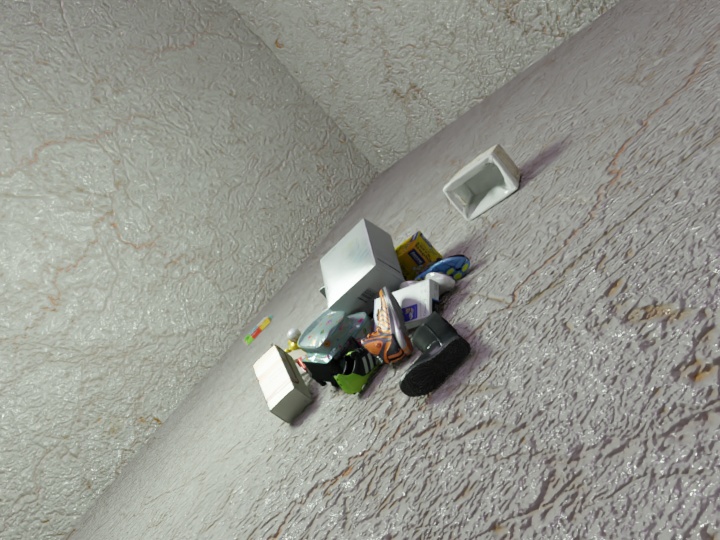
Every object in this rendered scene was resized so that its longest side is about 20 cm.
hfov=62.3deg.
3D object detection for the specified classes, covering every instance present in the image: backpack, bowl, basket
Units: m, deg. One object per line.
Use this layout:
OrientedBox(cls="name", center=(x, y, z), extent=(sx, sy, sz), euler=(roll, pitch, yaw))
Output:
OrientedBox(cls="backpack", center=(-0.050, 0.193, 1.587), extent=(0.200, 0.154, 0.175), euler=(-38, 12, -30))
OrientedBox(cls="bowl", center=(-0.080, 0.193, 1.772), extent=(0.200, 0.108, 0.200), euler=(-39, 13, 11))
OrientedBox(cls="basket", center=(0.373, -0.270, 1.806), extent=(0.200, 0.136, 0.123), euler=(-34, 11, 39))

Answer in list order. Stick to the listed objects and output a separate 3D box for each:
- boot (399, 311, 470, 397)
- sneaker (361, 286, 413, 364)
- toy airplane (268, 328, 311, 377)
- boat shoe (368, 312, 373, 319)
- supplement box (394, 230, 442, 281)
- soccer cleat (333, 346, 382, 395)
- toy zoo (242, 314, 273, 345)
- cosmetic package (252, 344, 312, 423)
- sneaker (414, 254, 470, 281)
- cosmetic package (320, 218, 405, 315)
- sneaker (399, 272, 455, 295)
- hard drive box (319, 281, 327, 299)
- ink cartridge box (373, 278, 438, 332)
OrientedBox(cls="boot", center=(0.135, 0.171, 1.251), extent=(0.164, 0.066, 0.200), euler=(-35, 15, 0))
OrientedBox(cls="sneaker", center=(0.049, 0.135, 1.439), extent=(0.111, 0.078, 0.201), euler=(-27, 46, 16))
OrientedBox(cls="toy airplane", center=(-0.191, 0.251, 1.866), extent=(0.198, 0.142, 0.200), euler=(-11, 15, 33))
OrientedBox(cls="boat shoe", center=(0.036, 0.088, 1.844), extent=(0.062, 0.075, 0.200), euler=(-45, 5, 26))
OrientedBox(cls="supplement box", center=(0.127, -0.005, 1.764), extent=(0.200, 0.109, 0.110), euler=(-37, 14, 31))
OrientedBox(cls="soccer cleat", center=(0.010, 0.216, 1.470), extent=(0.067, 0.081, 0.200), euler=(-29, 17, 50))
OrientedBox(cls="toy zoo", center=(-0.528, 0.303, 3.083), extent=(0.200, 0.020, 0.131), euler=(-47, 12, -10))
OrientedBox(cls="cosmetic package", center=(-0.224, 0.319, 1.695), extent=(0.103, 0.087, 0.200), euler=(-44, 38, 3))
OrientedBox(cls="sneaker", center=(0.215, -0.007, 1.579), extent=(0.199, 0.071, 0.083), euler=(-31, 24, 57))
OrientedBox(cls="cosmetic package", center=(0.000, 0.000, 1.692), extent=(0.199, 0.123, 0.201), euler=(-42, 37, 25))
OrientedBox(cls="sneaker", center=(0.170, 0.066, 1.537), extent=(0.200, 0.075, 0.100), euler=(-24, 45, 52))
OrientedBox(cls="hard drive box", center=(-0.037, 0.055, 1.996), extent=(0.077, 0.156, 0.200), euler=(-37, 15, 27))
OrientedBox(cls="ink cartridge box", center=(0.113, 0.096, 1.500), extent=(0.199, 0.039, 0.100), euler=(-22, 57, 44))
